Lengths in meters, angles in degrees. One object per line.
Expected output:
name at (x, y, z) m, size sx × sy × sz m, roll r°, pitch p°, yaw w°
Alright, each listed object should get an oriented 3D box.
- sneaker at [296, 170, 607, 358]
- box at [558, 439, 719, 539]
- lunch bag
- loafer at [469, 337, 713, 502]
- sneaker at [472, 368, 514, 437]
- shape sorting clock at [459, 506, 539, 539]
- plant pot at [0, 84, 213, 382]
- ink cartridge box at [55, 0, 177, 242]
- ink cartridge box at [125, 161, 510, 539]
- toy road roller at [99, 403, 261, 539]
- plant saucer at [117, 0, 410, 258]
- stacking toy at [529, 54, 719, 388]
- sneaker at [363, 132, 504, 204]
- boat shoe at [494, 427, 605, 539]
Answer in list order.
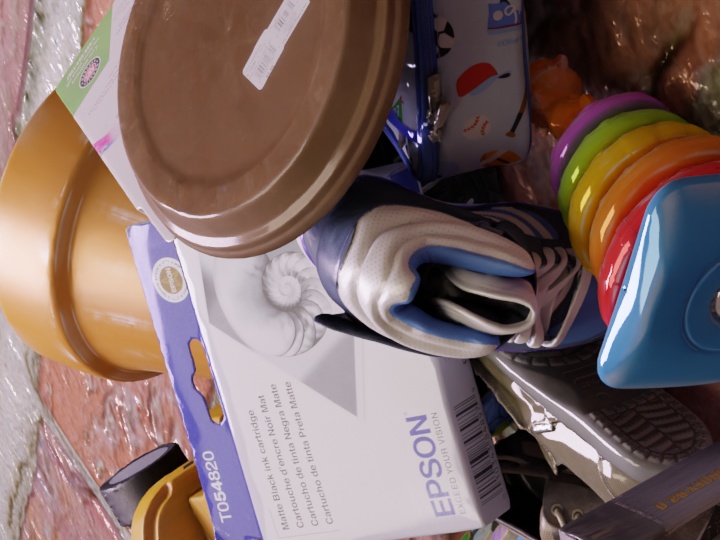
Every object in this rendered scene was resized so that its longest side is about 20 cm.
sneaker at (0.071, 0.014, 1.242) m, size 0.081 × 0.199 × 0.146 m, roll -68°, pitch 26°, yaw 11°
box at (0.185, 0.182, 1.231) m, size 0.048 × 0.158 × 0.201 m, roll 22°, pitch 130°, yaw 53°
lunch bag at (0.026, -0.138, 1.289) m, size 0.200 × 0.075 × 0.161 m, roll -120°, pitch 23°, yaw -55°
loafer at (0.108, 0.074, 1.347) m, size 0.200 × 0.075 × 0.070 m, roll 48°, pitch 141°, yaw 49°
sneaker at (0.039, 0.069, 1.495) m, size 0.083 × 0.071 × 0.199 m, roll 60°, pitch 157°, yaw -5°
shape sorting clock at (0.053, 0.220, 1.495) m, size 0.039 × 0.201 × 0.200 m, roll 23°, pitch 151°, yaw -7°
plant pot at (-0.091, -0.015, 1.554) m, size 0.183 × 0.200 × 0.201 m, roll 19°, pitch 131°, yaw 34°
ink cartridge box at (-0.079, -0.089, 1.355) m, size 0.067 × 0.117 × 0.200 m, roll 29°, pitch -167°, yaw -34°
ink cartridge box at (-0.034, 0.055, 1.396) m, size 0.199 × 0.041 × 0.201 m, roll -12°, pitch 99°, yaw 33°
toy road roller at (-0.047, 0.139, 1.559) m, size 0.123 × 0.200 × 0.146 m, roll 61°, pitch 156°, yaw -7°
plant saucer at (-0.054, -0.106, 1.230) m, size 0.200 × 0.029 × 0.201 m, roll -16°, pitch 67°, yaw 43°
stacking toy at (0.130, -0.042, 1.223) m, size 0.200 × 0.109 × 0.116 m, roll 52°, pitch 138°, yaw 46°
sneaker at (0.015, -0.074, 1.436) m, size 0.200 × 0.074 × 0.079 m, roll 52°, pitch 176°, yaw 18°
boat shoe at (0.130, 0.139, 1.386) m, size 0.200 × 0.073 × 0.075 m, roll 18°, pitch 128°, yaw 56°
